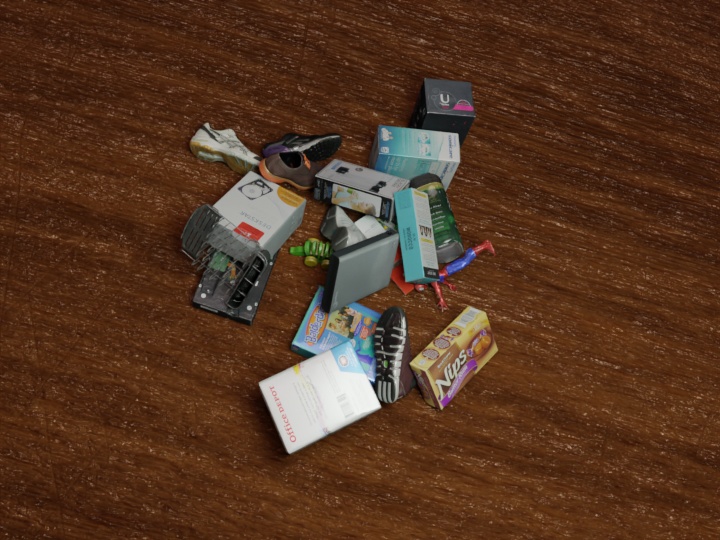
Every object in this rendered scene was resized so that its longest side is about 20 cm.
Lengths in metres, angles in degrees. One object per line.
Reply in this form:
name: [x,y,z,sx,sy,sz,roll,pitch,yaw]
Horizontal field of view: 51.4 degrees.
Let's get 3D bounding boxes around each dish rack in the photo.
dish rack: [-0.292,-0.035,1.569,0.199,0.154,0.055,39,31,2]

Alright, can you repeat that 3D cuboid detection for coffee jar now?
coffee jar: [0.177,-0.125,1.761,0.084,0.104,0.202,-19,64,9]

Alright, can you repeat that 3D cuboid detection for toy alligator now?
toy alligator: [-0.063,-0.038,1.708,0.197,0.054,0.060,11,63,-5]

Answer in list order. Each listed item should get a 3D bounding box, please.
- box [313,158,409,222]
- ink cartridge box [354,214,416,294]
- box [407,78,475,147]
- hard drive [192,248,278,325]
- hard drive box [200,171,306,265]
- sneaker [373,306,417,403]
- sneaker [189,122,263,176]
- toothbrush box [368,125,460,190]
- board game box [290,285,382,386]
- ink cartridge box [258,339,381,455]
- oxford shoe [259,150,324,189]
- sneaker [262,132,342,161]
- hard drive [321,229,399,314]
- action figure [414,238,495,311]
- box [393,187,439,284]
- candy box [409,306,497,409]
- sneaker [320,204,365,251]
box: [0.003,-0.189,1.739,0.197,0.061,0.117,19,34,17]
ink cartridge box: [0.083,-0.054,1.745,0.108,0.051,0.201,-34,74,-24]
box: [0.193,-0.360,1.829,0.120,0.201,0.108,2,63,-8]
hard drive: [-0.273,0.009,1.658,0.138,0.038,0.202,17,63,-2]
hard drive box: [-0.236,-0.113,1.665,0.154,0.077,0.201,27,44,8]
sneaker: [0.086,0.176,1.596,0.115,0.075,0.203,2,96,-51]
sneaker: [-0.303,-0.293,1.778,0.197,0.076,0.089,22,63,0]
toothbrush box: [0.126,-0.265,1.802,0.197,0.147,0.087,4,64,-9]
board game box: [-0.033,0.143,1.631,0.198,0.045,0.153,25,63,2]
ink cartridge box: [-0.084,0.255,1.487,0.198,0.146,0.148,-24,79,-11]
oxford shoe: [-0.140,-0.237,1.742,0.199,0.072,0.072,-4,68,-50]
sneaker: [-0.143,-0.309,1.818,0.198,0.076,0.088,-23,65,-19]
hard drive: [0.000,0.000,1.619,0.033,0.141,0.199,33,37,30]
action figure: [0.223,0.017,1.714,0.198,0.065,0.100,-25,96,6]
box: [0.125,-0.075,1.659,0.049,0.082,0.203,-13,79,30]
candy box: [0.203,0.186,1.611,0.200,0.118,0.056,-41,36,-26]
sneaker: [-0.036,-0.083,1.704,0.080,0.071,0.201,25,20,-29]
